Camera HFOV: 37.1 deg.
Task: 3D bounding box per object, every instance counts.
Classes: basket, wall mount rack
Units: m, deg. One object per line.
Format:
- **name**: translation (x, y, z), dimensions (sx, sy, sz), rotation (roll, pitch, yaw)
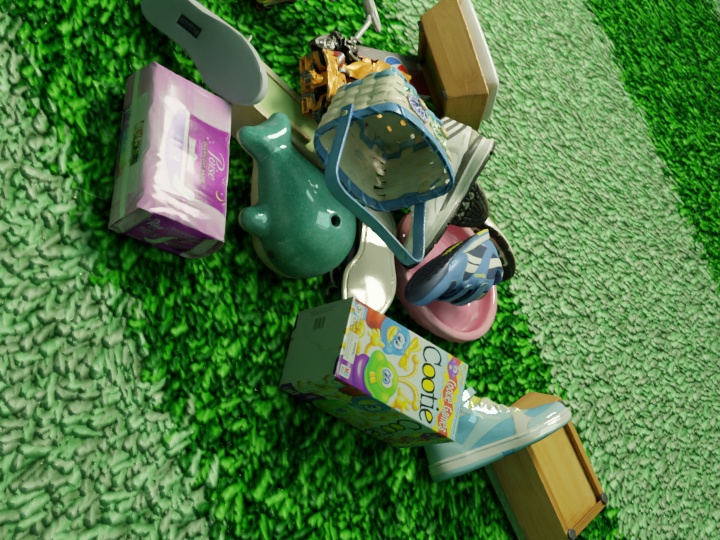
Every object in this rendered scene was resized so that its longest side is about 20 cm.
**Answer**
- **basket**: translation (0.026, -0.127, 1.253), dimensions (0.176, 0.139, 0.200), rotation (43, 45, -41)
- **wall mount rack**: translation (-0.030, -0.369, 1.406), dimensions (0.200, 0.075, 0.174), rotation (63, 15, -46)

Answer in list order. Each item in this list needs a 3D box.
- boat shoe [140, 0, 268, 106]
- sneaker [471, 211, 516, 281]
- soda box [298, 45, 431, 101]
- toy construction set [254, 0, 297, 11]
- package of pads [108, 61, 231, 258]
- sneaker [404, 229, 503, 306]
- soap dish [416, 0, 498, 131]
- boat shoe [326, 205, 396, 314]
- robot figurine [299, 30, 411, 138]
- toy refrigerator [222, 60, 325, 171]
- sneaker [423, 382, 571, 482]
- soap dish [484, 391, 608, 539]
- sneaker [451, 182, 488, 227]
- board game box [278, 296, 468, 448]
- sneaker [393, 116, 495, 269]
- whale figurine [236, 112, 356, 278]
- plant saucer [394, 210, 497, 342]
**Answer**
- **boat shoe**: translation (-0.174, -0.266, 1.289), dimensions (0.202, 0.075, 0.086), rotation (41, 14, 17)
- **sneaker**: translation (0.176, -0.076, 1.600), dimensions (0.200, 0.077, 0.089), rotation (57, 31, -11)
- **soda box**: translation (0.008, -0.271, 1.522), dimensions (0.200, 0.063, 0.070), rotation (-1, 69, -47)
- **toy construction set**: translation (-0.126, -0.425, 1.447), dimensions (0.200, 0.092, 0.131), rotation (-34, 96, -39)
- **package of pads**: translation (-0.208, -0.121, 1.198), dimensions (0.120, 0.076, 0.200), rotation (23, 55, -39)
- **sneaker**: translation (0.132, 0.011, 1.423), dimensions (0.200, 0.074, 0.082), rotation (-32, 96, -49)
- **soap dish**: translation (0.140, -0.299, 1.592), dimensions (0.200, 0.081, 0.157), rotation (80, -8, -81)
- **boat shoe**: translation (0.000, 0.000, 1.365), dimensions (0.075, 0.062, 0.200), rotation (22, 47, -22)
- **robot figurine**: translation (-0.007, -0.222, 1.376), dimensions (0.200, 0.058, 0.145), rotation (9, 74, -48)
- **toy refrigerator**: translation (-0.083, -0.167, 1.363), dimensions (0.200, 0.070, 0.076), rotation (42, 44, -25)
- **sneaker**: translation (0.163, 0.178, 1.379), dimensions (0.200, 0.080, 0.131), rotation (-21, 77, -10)
- **soap dish**: translation (0.254, 0.280, 1.482), dimensions (0.157, 0.081, 0.200), rotation (-23, 89, -51)
- **sneaker**: translation (0.104, -0.131, 1.489), dimensions (0.200, 0.077, 0.089), rotation (39, 18, 19)
- **board game box**: translation (0.019, 0.127, 1.281), dimensions (0.200, 0.105, 0.103), rotation (31, 59, -33)
- **sneaker**: translation (0.079, -0.108, 1.397), dimensions (0.115, 0.201, 0.076), rotation (31, 2, 3)
- **whale figurine**: translation (-0.074, -0.088, 1.276), dimensions (0.159, 0.104, 0.200), rotation (-29, 107, -38)
- **plant saucer**: translation (0.109, 0.008, 1.494), dimensions (0.200, 0.051, 0.201), rotation (25, 52, -38)
